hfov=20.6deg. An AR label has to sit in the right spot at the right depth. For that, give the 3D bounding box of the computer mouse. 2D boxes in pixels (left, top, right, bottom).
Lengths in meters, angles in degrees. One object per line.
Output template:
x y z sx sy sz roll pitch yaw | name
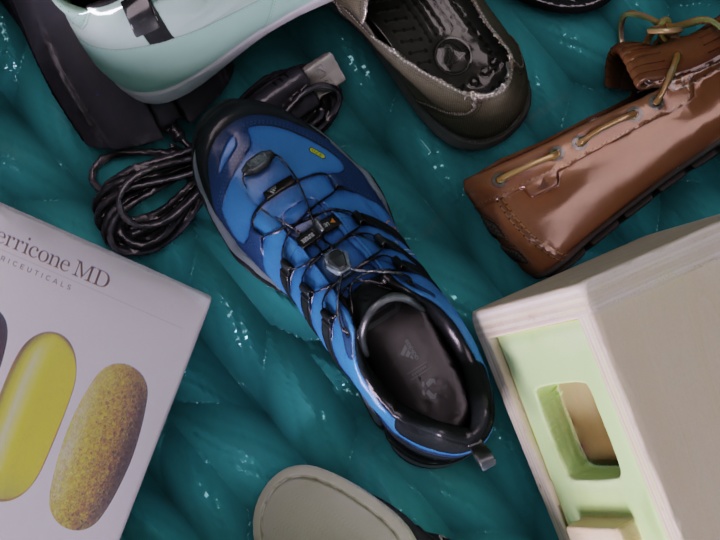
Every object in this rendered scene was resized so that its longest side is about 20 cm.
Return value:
-0.110 -0.122 0.936 0.138 0.053 0.201 -34 83 -6 | computer mouse

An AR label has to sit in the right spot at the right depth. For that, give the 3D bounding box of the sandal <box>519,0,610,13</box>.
0.064 -0.215 0.960 0.075 0.048 0.201 -26 81 -6 | sandal

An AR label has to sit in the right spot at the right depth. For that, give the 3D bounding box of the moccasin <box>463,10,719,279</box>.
0.138 -0.082 0.931 0.201 0.074 0.078 -37 93 2 | moccasin

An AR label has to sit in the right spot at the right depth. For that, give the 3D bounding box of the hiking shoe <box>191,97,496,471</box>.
0.000 0.000 0.890 0.074 0.087 0.200 -40 92 -9 | hiking shoe

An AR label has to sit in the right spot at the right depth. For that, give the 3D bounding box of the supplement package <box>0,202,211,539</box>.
-0.161 0.083 0.854 0.113 0.109 0.201 23 80 -19 | supplement package

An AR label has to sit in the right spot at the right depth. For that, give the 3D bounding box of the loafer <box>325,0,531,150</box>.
0.013 -0.147 0.930 0.075 0.070 0.200 -43 89 -9 | loafer

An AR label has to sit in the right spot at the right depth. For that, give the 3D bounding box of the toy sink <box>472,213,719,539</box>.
0.144 0.087 0.846 0.111 0.130 0.201 -23 91 -18 | toy sink

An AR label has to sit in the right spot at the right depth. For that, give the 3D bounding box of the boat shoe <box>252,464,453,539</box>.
0.035 0.159 0.882 0.199 0.066 0.075 33 97 31 | boat shoe

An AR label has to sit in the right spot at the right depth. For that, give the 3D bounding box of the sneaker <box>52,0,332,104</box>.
-0.044 -0.156 0.848 0.200 0.118 0.074 -40 72 2 | sneaker
